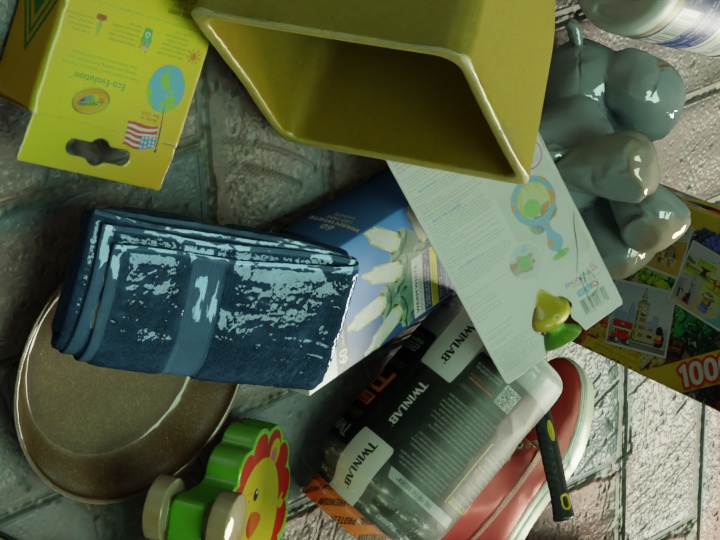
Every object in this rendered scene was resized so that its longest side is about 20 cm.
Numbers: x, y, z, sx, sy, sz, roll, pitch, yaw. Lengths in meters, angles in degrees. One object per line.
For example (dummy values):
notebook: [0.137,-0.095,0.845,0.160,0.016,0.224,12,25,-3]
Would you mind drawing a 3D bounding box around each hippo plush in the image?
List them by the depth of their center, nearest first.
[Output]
hippo plush: [0.178,-0.097,1.654,0.160,0.199,0.161,76,30,-48]

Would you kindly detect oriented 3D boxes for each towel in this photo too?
towel: [-0.103,0.022,1.401,0.199,0.049,0.112,9,109,-26]

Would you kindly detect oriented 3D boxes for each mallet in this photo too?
mallet: [0.139,0.106,1.705,0.066,0.041,0.201,2,77,-35]

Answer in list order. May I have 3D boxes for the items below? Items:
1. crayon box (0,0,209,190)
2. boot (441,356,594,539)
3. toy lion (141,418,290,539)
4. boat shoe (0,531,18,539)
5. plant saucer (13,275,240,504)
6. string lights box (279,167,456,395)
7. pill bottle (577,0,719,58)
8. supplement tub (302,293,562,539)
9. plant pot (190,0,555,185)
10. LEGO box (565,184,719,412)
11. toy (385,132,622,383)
crayon box: [-0.160,-0.162,1.357,0.127,0.051,0.201,12,99,-45]
boot: [0.107,0.151,1.735,0.144,0.072,0.201,28,92,-45]
toy lion: [-0.101,0.213,1.527,0.192,0.068,0.201,-14,114,-72]
boat shoe: [-0.212,0.228,1.470,0.199,0.074,0.061,27,94,-38]
plant saucer: [-0.166,0.065,1.462,0.200,0.037,0.202,-19,119,-37]
string lights box: [0.000,0.000,1.551,0.200,0.059,0.103,-33,129,-42]
pill bottle: [0.274,-0.233,1.690,0.199,0.111,0.112,5,104,-45]
supplement tub: [0.054,0.127,1.626,0.200,0.122,0.123,-50,134,-6]
plant pot: [0.033,-0.200,1.404,0.196,0.193,0.201,54,51,-61]
LEGO box: [0.282,0.022,1.746,0.077,0.200,0.150,5,104,-44]
toy: [0.103,-0.030,1.558,0.115,0.047,0.201,-33,103,-15]
